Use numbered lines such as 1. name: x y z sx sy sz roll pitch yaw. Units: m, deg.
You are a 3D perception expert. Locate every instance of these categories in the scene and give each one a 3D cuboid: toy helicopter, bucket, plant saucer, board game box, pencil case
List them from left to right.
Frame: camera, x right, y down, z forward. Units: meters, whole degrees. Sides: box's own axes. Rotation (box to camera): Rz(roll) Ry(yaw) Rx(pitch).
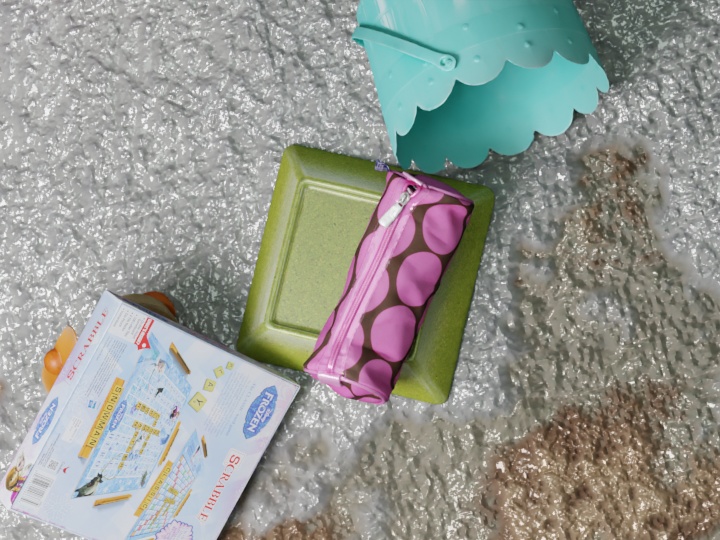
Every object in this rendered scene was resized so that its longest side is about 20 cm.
1. toy helicopter: -0.239 0.104 1.643 0.200 0.132 0.079 -57 49 18
2. board game box: -0.181 0.145 1.601 0.199 0.041 0.200 29 91 -33
3. plant saucer: 0.000 0.000 1.642 0.199 0.048 0.200 13 87 11
4. pencil case: 0.020 0.013 1.566 0.091 0.094 0.200 21 90 12
5. bucket: 0.098 -0.184 1.568 0.207 0.207 0.135 -21 73 7
